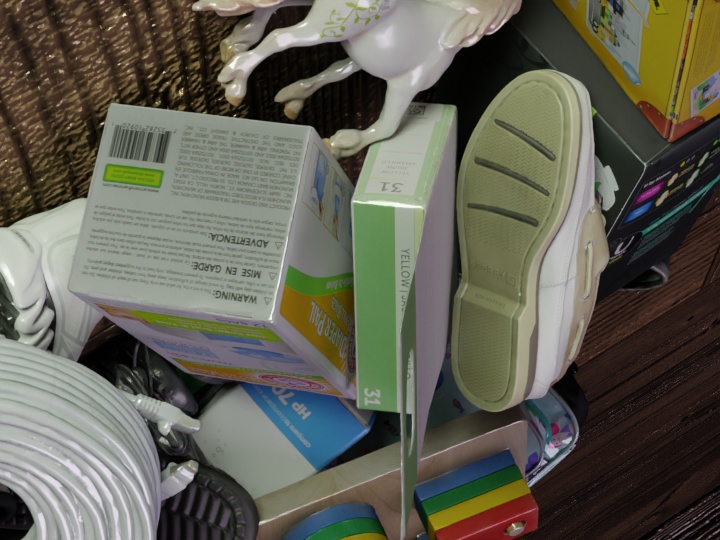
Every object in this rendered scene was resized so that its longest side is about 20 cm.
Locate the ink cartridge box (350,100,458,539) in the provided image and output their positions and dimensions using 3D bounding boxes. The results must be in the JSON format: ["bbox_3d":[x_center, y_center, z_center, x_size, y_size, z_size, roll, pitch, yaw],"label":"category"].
[{"bbox_3d":[0.018,0.022,1.002,0.200,0.048,0.146,-70,163,-51],"label":"ink cartridge box"}]

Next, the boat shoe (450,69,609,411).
[{"bbox_3d":[0.099,-0.021,1.054,0.068,0.075,0.200,-16,126,-42],"label":"boat shoe"}]

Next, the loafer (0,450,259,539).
[{"bbox_3d":[-0.157,0.135,1.191,0.071,0.200,0.073,-32,134,-78],"label":"loafer"}]

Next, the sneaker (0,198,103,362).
[{"bbox_3d":[-0.174,0.032,1.037,0.081,0.075,0.200,-35,163,-28],"label":"sneaker"}]

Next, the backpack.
[{"bbox_3d":[0.050,0.114,1.414,0.200,0.178,0.151,-39,180,21],"label":"backpack"}]

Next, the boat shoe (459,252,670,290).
[{"bbox_3d":[0.107,-0.015,1.263,0.200,0.064,0.071,-2,150,10],"label":"boat shoe"}]

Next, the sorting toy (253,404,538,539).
[{"bbox_3d":[0.028,0.195,1.275,0.199,0.070,0.200,-21,149,-9],"label":"sorting toy"}]

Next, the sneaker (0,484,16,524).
[{"bbox_3d":[-0.271,0.142,1.055,0.199,0.115,0.081,-17,153,-42],"label":"sneaker"}]

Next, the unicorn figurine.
[{"bbox_3d":[0.008,-0.121,0.967,0.137,0.074,0.200,-36,164,15],"label":"unicorn figurine"}]

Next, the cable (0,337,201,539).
[{"bbox_3d":[-0.202,0.126,0.975,0.200,0.069,0.200,30,112,-25],"label":"cable"}]

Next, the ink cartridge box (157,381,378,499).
[{"bbox_3d":[-0.080,0.118,1.292,0.200,0.086,0.146,-40,-175,16],"label":"ink cartridge box"}]

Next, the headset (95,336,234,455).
[{"bbox_3d":[-0.106,0.067,1.187,0.123,0.094,0.200,-40,171,12],"label":"headset"}]

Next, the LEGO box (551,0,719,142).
[{"bbox_3d":[0.150,-0.179,0.955,0.077,0.149,0.200,-33,161,-9],"label":"LEGO box"}]

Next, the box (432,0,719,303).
[{"bbox_3d":[0.136,-0.086,1.138,0.124,0.149,0.200,-32,160,-26],"label":"box"}]

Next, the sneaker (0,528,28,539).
[{"bbox_3d":[-0.279,0.192,1.211,0.199,0.076,0.114,3,174,-32],"label":"sneaker"}]

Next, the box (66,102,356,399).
[{"bbox_3d":[-0.063,-0.005,1.012,0.200,0.112,0.101,53,47,-71],"label":"box"}]
